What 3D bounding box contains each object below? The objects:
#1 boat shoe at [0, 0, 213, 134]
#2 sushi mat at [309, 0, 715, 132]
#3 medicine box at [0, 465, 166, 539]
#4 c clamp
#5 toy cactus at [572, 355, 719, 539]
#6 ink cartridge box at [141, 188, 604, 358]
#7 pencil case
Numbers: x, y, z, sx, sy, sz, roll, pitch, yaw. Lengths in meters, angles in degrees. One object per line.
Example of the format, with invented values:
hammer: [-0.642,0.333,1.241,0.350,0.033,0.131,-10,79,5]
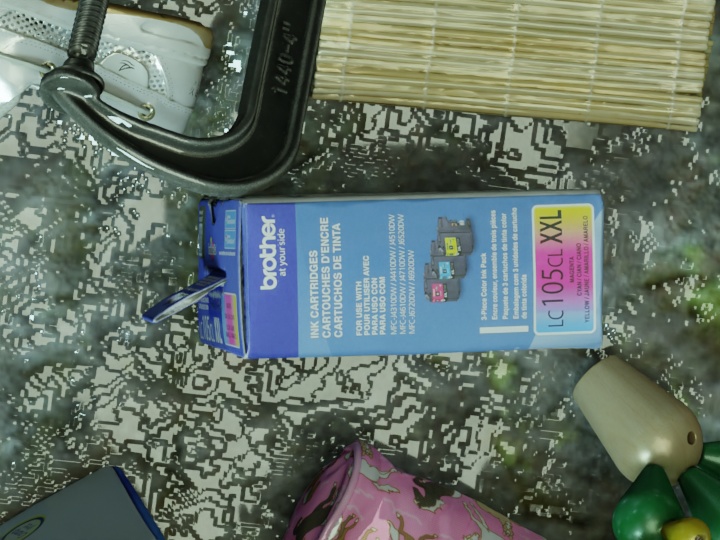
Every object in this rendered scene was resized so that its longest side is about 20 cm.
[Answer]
boat shoe: [-0.168,-0.099,1.334,0.199,0.071,0.070,11,93,-13]
sushi mat: [0.077,-0.122,1.409,0.199,0.012,0.096,4,96,-11]
medicine box: [-0.097,0.211,1.331,0.103,0.182,0.201,-30,102,-7]
c clamp: [-0.097,-0.123,1.315,0.170,0.027,0.201,16,53,-19]
toy cactus: [0.166,0.113,1.407,0.200,0.102,0.165,-23,60,-35]
ink cartridge box: [0.000,0.000,1.346,0.199,0.136,0.077,0,91,-11]
pencil case: [0.052,0.162,1.407,0.200,0.087,0.083,32,123,-13]
